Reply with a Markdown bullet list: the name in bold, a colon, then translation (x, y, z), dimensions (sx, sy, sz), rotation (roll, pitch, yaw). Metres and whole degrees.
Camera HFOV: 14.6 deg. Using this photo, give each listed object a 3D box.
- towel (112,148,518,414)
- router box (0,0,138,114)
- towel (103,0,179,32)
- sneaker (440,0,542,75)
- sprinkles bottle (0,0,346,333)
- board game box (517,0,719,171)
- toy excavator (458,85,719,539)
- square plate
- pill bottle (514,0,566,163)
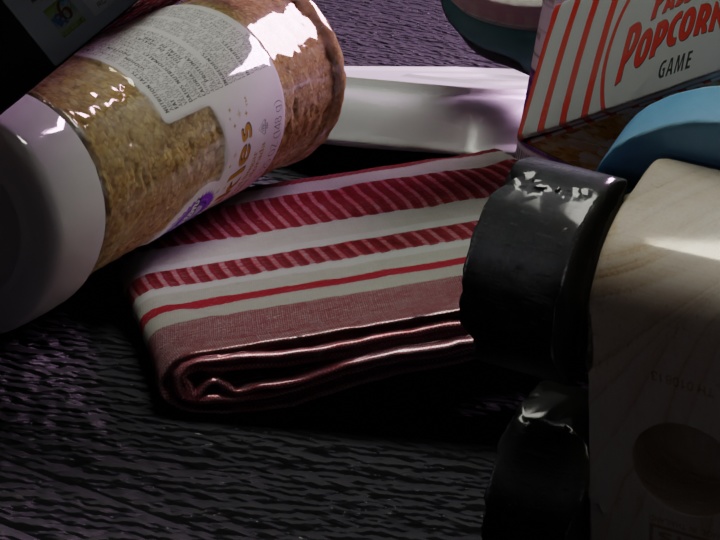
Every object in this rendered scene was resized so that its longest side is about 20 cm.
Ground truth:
- **towel**: translation (0.000, 0.000, 0.854), dimensions (0.144, 0.023, 0.200), rotation (-8, 14, -8)
- **router box**: translation (-0.137, -0.061, 0.724), dimensions (0.052, 0.200, 0.157), rotation (52, -6, -23)
- **towel**: translation (-0.128, -0.060, 0.883), dimensions (0.145, 0.023, 0.200), rotation (-31, 2, 13)
- **sneaker**: translation (0.127, -0.094, 1.065), dimensions (0.200, 0.071, 0.080), rotation (15, -21, 13)
- **sprinkles bottle**: translation (-0.073, -0.041, 0.867), dimensions (0.068, 0.068, 0.200), rotation (14, 22, 20)
- **board game box**: translation (0.166, -0.028, 0.755), dimensions (0.200, 0.046, 0.151), rotation (24, -17, -23)
- **toy excavator**: translation (0.115, 0.019, 0.697), dimensions (0.100, 0.195, 0.200), rotation (15, 41, 24)
- **square plate**: translation (0.055, -0.068, 1.181), dimensions (0.200, 0.029, 0.198), rotation (-3, 8, -39)
- **pill bottle**: translation (0.117, -0.083, 0.958), dimensions (0.111, 0.200, 0.111), rotation (10, 13, -2)
